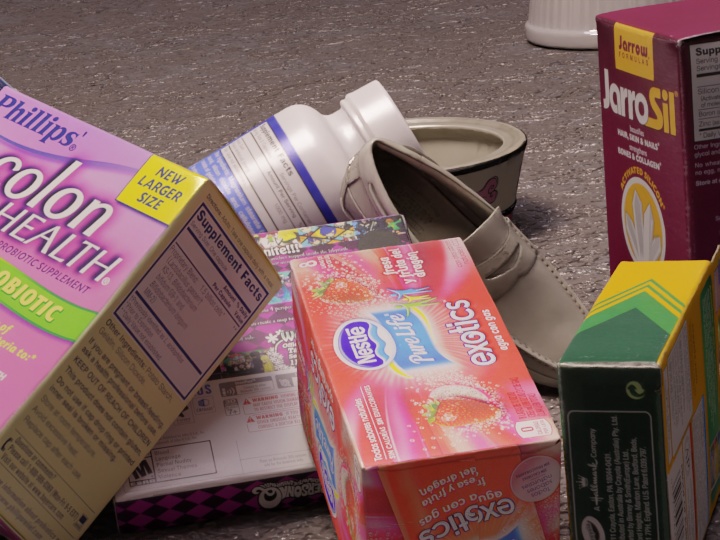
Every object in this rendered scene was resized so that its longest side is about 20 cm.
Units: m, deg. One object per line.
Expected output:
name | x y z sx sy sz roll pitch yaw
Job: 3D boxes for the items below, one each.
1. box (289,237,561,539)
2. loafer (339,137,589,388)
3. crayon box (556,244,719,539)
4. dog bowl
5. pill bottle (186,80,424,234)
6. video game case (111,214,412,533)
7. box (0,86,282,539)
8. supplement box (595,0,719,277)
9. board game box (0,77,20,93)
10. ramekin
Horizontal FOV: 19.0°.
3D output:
box | 0.028 0.077 1.055 0.094 0.103 0.200 -8 30 -8
loafer | 0.069 -0.004 1.300 0.200 0.070 0.070 38 66 9
crayon box | 0.143 0.074 1.055 0.051 0.126 0.200 -1 16 18
dog bowl | 0.032 -0.062 1.670 0.199 0.074 0.200 -4 16 1
pill bottle | -0.054 -0.038 1.398 0.200 0.112 0.112 -31 18 -1
video game case | -0.052 0.053 1.204 0.199 0.036 0.182 -8 48 -10
box | -0.177 0.025 1.148 0.176 0.097 0.200 25 69 39
supplement box | 0.227 -0.066 1.385 0.103 0.201 0.131 -9 15 -15
board game box | -0.278 -0.038 1.287 0.199 0.062 0.201 -15 46 41
ramekin | 0.284 -0.316 2.442 0.201 0.095 0.202 -5 16 2
